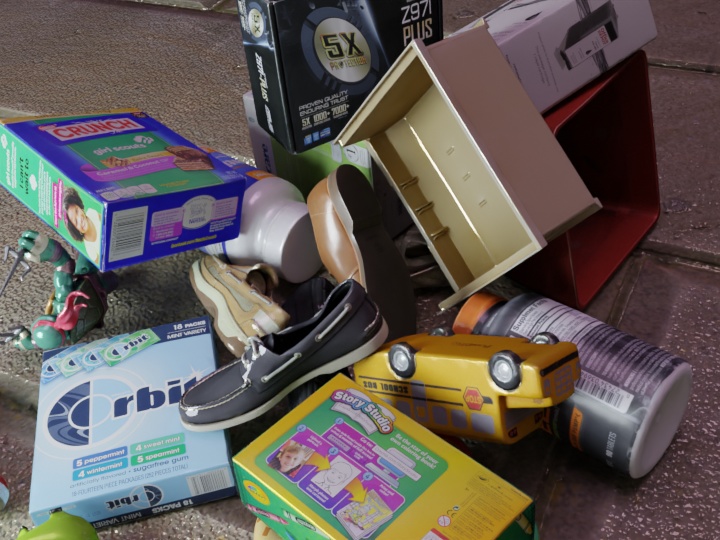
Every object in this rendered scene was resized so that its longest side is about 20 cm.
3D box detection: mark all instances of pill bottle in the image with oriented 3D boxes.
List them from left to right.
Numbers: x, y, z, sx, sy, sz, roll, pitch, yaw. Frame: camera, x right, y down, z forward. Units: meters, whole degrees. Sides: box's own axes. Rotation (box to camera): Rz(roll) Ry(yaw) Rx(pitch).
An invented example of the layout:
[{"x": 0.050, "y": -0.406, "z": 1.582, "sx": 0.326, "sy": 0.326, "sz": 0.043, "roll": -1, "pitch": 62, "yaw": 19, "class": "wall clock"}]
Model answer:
[{"x": -0.130, "y": -0.060, "z": 1.008, "sx": 0.198, "sy": 0.113, "sz": 0.112, "roll": 24, "pitch": 47, "yaw": 34, "class": "pill bottle"}, {"x": 0.174, "y": 0.087, "z": 0.783, "sx": 0.199, "sy": 0.107, "sz": 0.106, "roll": 26, "pitch": 48, "yaw": 35, "class": "pill bottle"}]

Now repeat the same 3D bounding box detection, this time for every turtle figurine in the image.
[{"x": -0.301, "y": 0.027, "z": 0.906, "sx": 0.100, "sy": 0.151, "sz": 0.201, "roll": 27, "pitch": 27, "yaw": -4, "class": "turtle figurine"}]

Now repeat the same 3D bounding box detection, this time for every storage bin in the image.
[{"x": 0.088, "y": -0.088, "z": 0.836, "sx": 0.093, "sy": 0.198, "sz": 0.201, "roll": -29, "pitch": 84, "yaw": -31, "class": "storage bin"}]

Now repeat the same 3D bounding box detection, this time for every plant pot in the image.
[{"x": 0.193, "y": -0.107, "z": 0.969, "sx": 0.175, "sy": 0.202, "sz": 0.200, "roll": 13, "pitch": 41, "yaw": 40, "class": "plant pot"}]

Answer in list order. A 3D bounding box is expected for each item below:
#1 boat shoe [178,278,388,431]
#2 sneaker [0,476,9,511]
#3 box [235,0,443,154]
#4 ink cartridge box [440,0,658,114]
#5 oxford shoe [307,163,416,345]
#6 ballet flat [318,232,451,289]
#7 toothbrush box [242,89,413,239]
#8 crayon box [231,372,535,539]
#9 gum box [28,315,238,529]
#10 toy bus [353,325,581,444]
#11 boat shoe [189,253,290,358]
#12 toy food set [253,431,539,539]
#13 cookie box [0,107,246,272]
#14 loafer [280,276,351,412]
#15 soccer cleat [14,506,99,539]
[{"x": -0.075, "y": 0.069, "z": 0.777, "sx": 0.198, "sy": 0.063, "sz": 0.073, "roll": -26, "pitch": 31, "yaw": 0, "class": "boat shoe"}, {"x": -0.383, "y": 0.154, "z": 0.809, "sx": 0.197, "sy": 0.072, "sz": 0.113, "roll": 4, "pitch": 43, "yaw": 17, "class": "sneaker"}, {"x": -0.016, "y": -0.239, "z": 0.938, "sx": 0.198, "sy": 0.165, "sz": 0.086, "roll": -24, "pitch": 40, "yaw": -22, "class": "box"}, {"x": 0.174, "y": -0.225, "z": 0.907, "sx": 0.199, "sy": 0.084, "sz": 0.146, "roll": -34, "pitch": 23, "yaw": -22, "class": "ink cartridge box"}, {"x": 0.000, "y": 0.000, "z": 0.905, "sx": 0.071, "sy": 0.203, "sz": 0.071, "roll": -28, "pitch": -14, "yaw": 39, "class": "oxford shoe"}, {"x": 0.033, "y": -0.007, "z": 0.958, "sx": 0.197, "sy": 0.063, "sz": 0.068, "roll": -13, "pitch": 38, "yaw": -7, "class": "ballet flat"}, {"x": -0.034, "y": -0.133, "z": 1.058, "sx": 0.198, "sy": 0.147, "sz": 0.086, "roll": 24, "pitch": 47, "yaw": 34, "class": "toothbrush box"}, {"x": 0.014, "y": 0.170, "z": 0.662, "sx": 0.199, "sy": 0.059, "sz": 0.118, "roll": 28, "pitch": 49, "yaw": 36, "class": "crayon box"}, {"x": -0.208, "y": 0.136, "z": 0.827, "sx": 0.167, "sy": 0.045, "sz": 0.201, "roll": -12, "pitch": 37, "yaw": -6, "class": "gum box"}, {"x": 0.085, "y": 0.093, "z": 0.749, "sx": 0.198, "sy": 0.080, "sz": 0.065, "roll": 0, "pitch": 12, "yaw": 45, "class": "toy bus"}, {"x": -0.114, "y": 0.024, "z": 0.906, "sx": 0.076, "sy": 0.072, "sz": 0.200, "roll": -46, "pitch": 36, "yaw": 1, "class": "boat shoe"}, {"x": 0.032, "y": 0.209, "z": 0.697, "sx": 0.197, "sy": 0.049, "sz": 0.199, "roll": -31, "pitch": 44, "yaw": -28, "class": "toy food set"}, {"x": -0.243, "y": -0.091, "z": 0.912, "sx": 0.199, "sy": 0.076, "sz": 0.170, "roll": 32, "pitch": 32, "yaw": 32, "class": "cookie box"}, {"x": -0.049, "y": 0.092, "z": 0.851, "sx": 0.070, "sy": 0.068, "sz": 0.202, "roll": -28, "pitch": 38, "yaw": 21, "class": "loafer"}, {"x": -0.285, "y": 0.257, "z": 0.674, "sx": 0.198, "sy": 0.068, "sz": 0.081, "roll": -27, "pitch": 55, "yaw": -25, "class": "soccer cleat"}]
